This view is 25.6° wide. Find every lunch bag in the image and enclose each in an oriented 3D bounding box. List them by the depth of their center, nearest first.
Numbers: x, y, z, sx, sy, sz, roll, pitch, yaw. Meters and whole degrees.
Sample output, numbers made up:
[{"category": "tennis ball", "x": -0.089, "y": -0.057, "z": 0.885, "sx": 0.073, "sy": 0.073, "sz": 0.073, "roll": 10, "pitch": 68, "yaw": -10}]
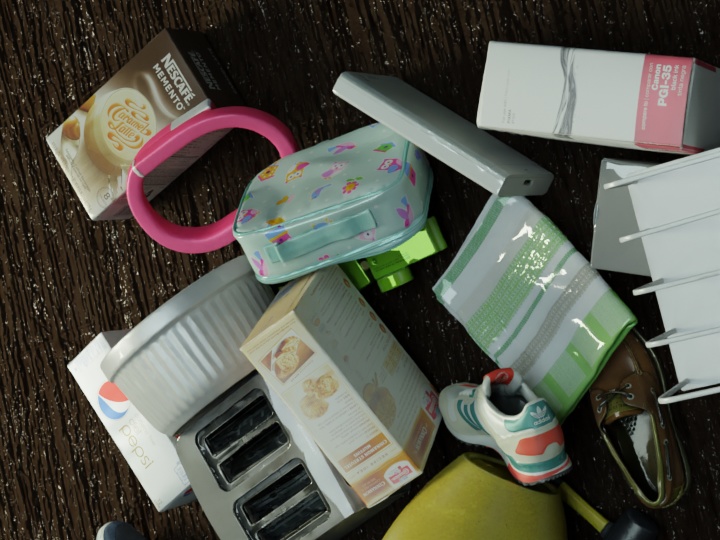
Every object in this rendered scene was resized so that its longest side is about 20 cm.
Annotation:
[{"category": "lunch bag", "x": -0.028, "y": -0.063, "z": 1.579, "sx": 0.198, "sy": 0.161, "sz": 0.078, "roll": -19, "pitch": 120, "yaw": 17}]

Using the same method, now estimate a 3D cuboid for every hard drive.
[{"category": "hard drive", "x": 0.082, "y": -0.133, "z": 1.544, "sx": 0.199, "sy": 0.132, "sz": 0.026, "roll": 35, "pitch": 108, "yaw": 21}]

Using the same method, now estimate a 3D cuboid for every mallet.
[{"category": "mallet", "x": 0.207, "y": 0.210, "z": 1.552, "sx": 0.200, "sy": 0.041, "sz": 0.066, "roll": 47, "pitch": 112, "yaw": 21}]

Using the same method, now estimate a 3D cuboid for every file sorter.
[{"category": "file sorter", "x": 0.302, "y": -0.001, "z": 1.352, "sx": 0.137, "sy": 0.124, "sz": 0.203, "roll": -15, "pitch": 88, "yaw": 26}]

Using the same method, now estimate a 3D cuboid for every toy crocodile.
[{"category": "toy crocodile", "x": 0.000, "y": 0.000, "z": 1.637, "sx": 0.199, "sy": 0.062, "sz": 0.068, "roll": -29, "pitch": 90, "yaw": 21}]

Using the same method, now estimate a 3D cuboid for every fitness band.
[{"category": "fitness band", "x": -0.156, "y": -0.098, "z": 1.673, "sx": 0.199, "sy": 0.038, "sz": 0.144, "roll": -32, "pitch": 120, "yaw": 21}]

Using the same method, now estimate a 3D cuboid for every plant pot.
[{"category": "plant pot", "x": 0.121, "y": 0.259, "z": 1.513, "sx": 0.198, "sy": 0.200, "sz": 0.144, "roll": 23, "pitch": 95, "yaw": 24}]

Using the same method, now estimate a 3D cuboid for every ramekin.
[{"category": "ramekin", "x": -0.161, "y": 0.083, "z": 1.646, "sx": 0.200, "sy": 0.200, "sz": 0.105, "roll": -40, "pitch": 85, "yaw": 22}]

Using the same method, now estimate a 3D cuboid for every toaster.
[{"category": "toaster", "x": -0.078, "y": 0.203, "z": 1.648, "sx": 0.199, "sy": 0.118, "sz": 0.182, "roll": -37, "pitch": 75, "yaw": 23}]

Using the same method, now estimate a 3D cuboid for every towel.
[{"category": "towel", "x": 0.163, "y": 0.032, "z": 1.530, "sx": 0.200, "sy": 0.030, "sz": 0.150, "roll": 50, "pitch": 124, "yaw": 31}]

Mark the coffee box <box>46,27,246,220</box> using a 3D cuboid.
[{"category": "coffee box", "x": -0.233, "y": -0.159, "z": 1.732, "sx": 0.199, "sy": 0.080, "sz": 0.115, "roll": -39, "pitch": 77, "yaw": 23}]

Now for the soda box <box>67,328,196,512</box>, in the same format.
[{"category": "soda box", "x": -0.237, "y": 0.163, "z": 1.754, "sx": 0.064, "sy": 0.068, "sz": 0.201, "roll": -41, "pitch": 74, "yaw": 22}]

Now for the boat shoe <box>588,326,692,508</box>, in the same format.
[{"category": "boat shoe", "x": 0.256, "y": 0.127, "z": 1.503, "sx": 0.072, "sy": 0.068, "sz": 0.202, "roll": -31, "pitch": 78, "yaw": 26}]

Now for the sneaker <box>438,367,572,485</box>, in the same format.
[{"category": "sneaker", "x": 0.133, "y": 0.126, "z": 1.515, "sx": 0.200, "sy": 0.070, "sz": 0.094, "roll": 34, "pitch": 140, "yaw": 61}]

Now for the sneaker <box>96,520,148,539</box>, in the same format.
[{"category": "sneaker", "x": -0.188, "y": 0.329, "z": 1.723, "sx": 0.203, "sy": 0.077, "sz": 0.146, "roll": 50, "pitch": 123, "yaw": 6}]

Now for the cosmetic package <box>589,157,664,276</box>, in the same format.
[{"category": "cosmetic package", "x": 0.318, "y": -0.041, "z": 1.457, "sx": 0.198, "sy": 0.090, "sz": 0.108, "roll": 12, "pitch": 98, "yaw": 29}]

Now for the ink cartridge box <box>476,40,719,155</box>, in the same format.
[{"category": "ink cartridge box", "x": 0.225, "y": -0.158, "z": 1.463, "sx": 0.198, "sy": 0.146, "sz": 0.084, "roll": 10, "pitch": 95, "yaw": 26}]

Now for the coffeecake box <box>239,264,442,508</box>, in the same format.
[{"category": "coffeecake box", "x": -0.012, "y": 0.105, "z": 1.554, "sx": 0.073, "sy": 0.154, "sz": 0.201, "roll": -35, "pitch": 100, "yaw": 22}]
